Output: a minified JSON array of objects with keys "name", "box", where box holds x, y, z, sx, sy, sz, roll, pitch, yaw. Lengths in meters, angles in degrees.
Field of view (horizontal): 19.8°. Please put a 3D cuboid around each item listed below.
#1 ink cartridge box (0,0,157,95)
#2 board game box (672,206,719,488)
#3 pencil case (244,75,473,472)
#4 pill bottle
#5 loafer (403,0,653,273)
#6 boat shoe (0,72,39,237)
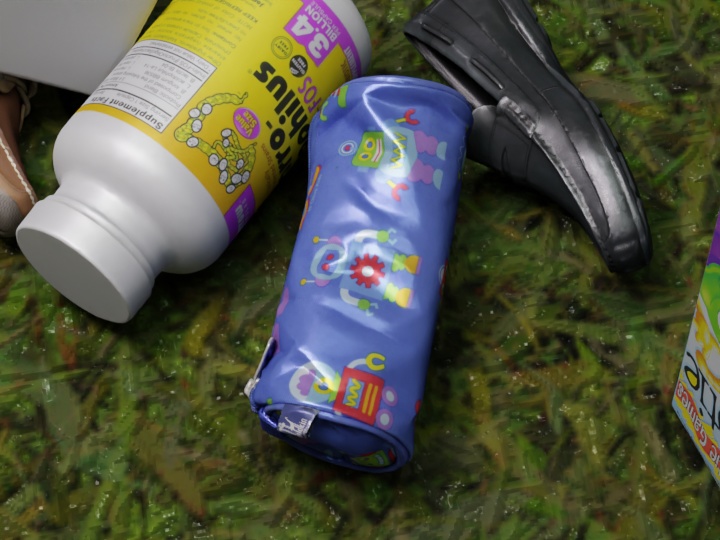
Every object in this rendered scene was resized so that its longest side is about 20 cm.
[{"name":"ink cartridge box","box":[-0.198,-0.203,1.105,0.146,0.084,0.200,11,44,-28]},{"name":"board game box","box":[0.218,0.039,0.932,0.105,0.200,0.103,-21,62,-10]},{"name":"pencil case","box":[0.000,0.000,1.023,0.086,0.078,0.201,12,69,1]},{"name":"pill bottle","box":[-0.088,-0.070,1.065,0.104,0.104,0.200,30,67,18]},{"name":"loafer","box":[0.088,-0.072,1.082,0.070,0.068,0.201,-28,59,-2]},{"name":"boat shoe","box":[-0.210,-0.107,1.111,0.072,0.076,0.200,-24,64,-13]}]
